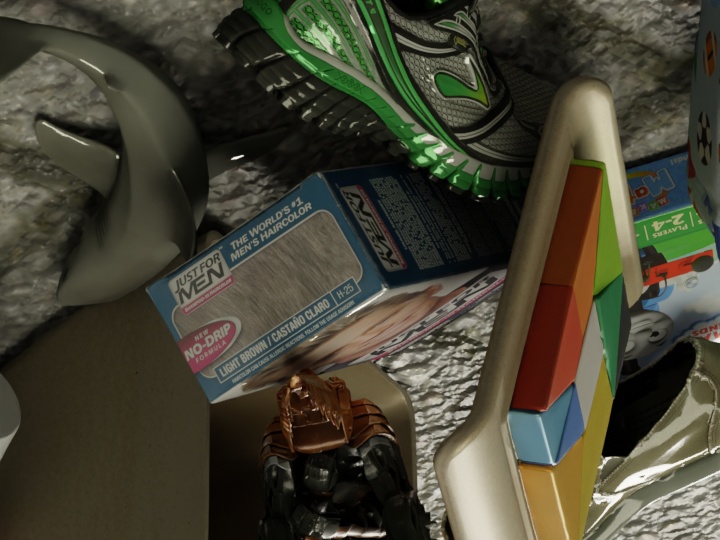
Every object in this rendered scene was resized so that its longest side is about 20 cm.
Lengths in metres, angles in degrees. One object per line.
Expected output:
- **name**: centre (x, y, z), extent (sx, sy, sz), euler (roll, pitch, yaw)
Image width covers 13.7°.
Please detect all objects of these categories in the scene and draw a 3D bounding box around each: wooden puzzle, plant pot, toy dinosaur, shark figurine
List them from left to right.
- **shark figurine**: centre (-0.097, -0.044, 1.291), extent (0.127, 0.090, 0.215), euler (-18, 146, 3)
- **plant pot**: centre (-0.094, 0.132, 1.445), extent (0.176, 0.201, 0.200), euler (-18, 145, 25)
- **toy dinosaur**: centre (-0.015, 0.102, 1.311), extent (0.102, 0.136, 0.200), euler (-22, 148, 22)
- **wooden puzzle**: centre (0.089, 0.044, 1.329), extent (0.037, 0.201, 0.185), euler (11, 149, 18)

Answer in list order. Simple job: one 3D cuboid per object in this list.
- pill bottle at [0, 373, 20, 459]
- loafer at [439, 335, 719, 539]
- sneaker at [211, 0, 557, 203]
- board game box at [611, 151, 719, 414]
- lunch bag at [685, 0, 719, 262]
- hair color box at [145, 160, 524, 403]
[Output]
- **pill bottle**: centre (-0.236, 0.125, 1.375), extent (0.111, 0.112, 0.200), euler (15, 120, -34)
- **loafer**: centre (0.114, 0.088, 1.500), extent (0.200, 0.075, 0.070), euler (-34, 128, 20)
- **sneaker**: centre (0.032, -0.090, 1.282), extent (0.085, 0.078, 0.200), euler (-51, 143, 14)
- **board game box**: centre (0.151, 0.018, 1.499), extent (0.150, 0.037, 0.200), euler (-17, 145, 3)
- **lunch bag**: centre (0.228, -0.090, 1.310), extent (0.159, 0.076, 0.201), euler (-2, 123, -8)
- **hair color box**: centre (0.000, 0.000, 1.325), extent (0.100, 0.061, 0.200), euler (-34, 170, 23)
